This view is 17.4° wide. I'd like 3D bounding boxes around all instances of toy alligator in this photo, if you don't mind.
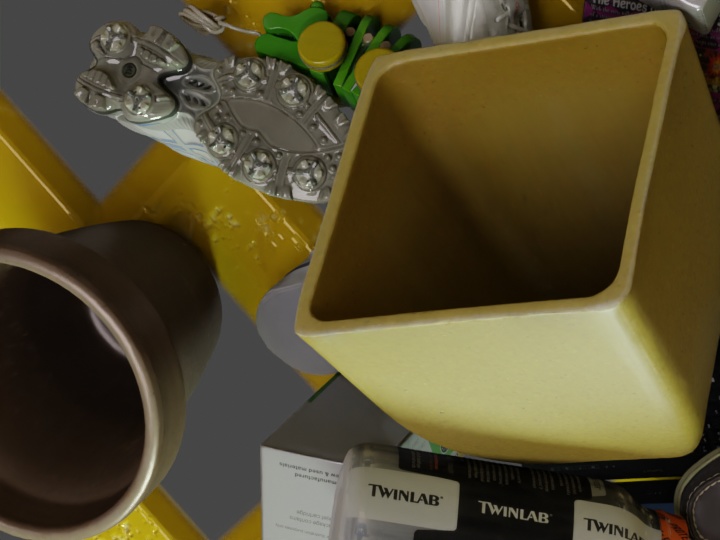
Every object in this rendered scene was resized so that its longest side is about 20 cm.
[{"bbox_3d":[-0.018,-0.138,1.435,0.199,0.059,0.054,27,75,21],"label":"toy alligator"}]

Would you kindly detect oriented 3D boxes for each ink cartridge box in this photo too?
[{"bbox_3d":[0.002,0.178,1.493,0.084,0.146,0.202,9,115,22],"label":"ink cartridge box"}]

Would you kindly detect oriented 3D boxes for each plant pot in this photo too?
[{"bbox_3d":[-0.178,0.050,1.511,0.199,0.175,0.202,9,114,22],"label":"plant pot"},{"bbox_3d":[0.110,0.004,1.301,0.193,0.197,0.200,-6,142,29],"label":"plant pot"}]

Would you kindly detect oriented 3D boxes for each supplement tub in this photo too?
[{"bbox_3d":[0.080,0.172,1.337,0.198,0.123,0.123,9,116,-2],"label":"supplement tub"}]

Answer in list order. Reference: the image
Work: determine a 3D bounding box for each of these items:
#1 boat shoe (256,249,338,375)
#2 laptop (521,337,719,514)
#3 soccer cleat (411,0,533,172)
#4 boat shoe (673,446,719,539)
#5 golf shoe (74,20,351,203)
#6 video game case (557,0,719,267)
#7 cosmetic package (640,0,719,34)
[{"bbox_3d":[0.000,0.000,1.470,0.072,0.066,0.200,42,143,1],"label":"boat shoe"},{"bbox_3d":[0.161,0.131,1.419,0.176,0.103,0.201,-5,121,27],"label":"laptop"},{"bbox_3d":[0.074,-0.148,1.375,0.077,0.069,0.201,-29,93,27],"label":"soccer cleat"},{"bbox_3d":[0.279,0.122,1.343,0.198,0.065,0.074,-13,98,2],"label":"boat shoe"},{"bbox_3d":[-0.077,-0.094,1.462,0.199,0.097,0.079,27,85,20],"label":"golf shoe"},{"bbox_3d":[0.218,-0.076,1.350,0.199,0.036,0.183,13,115,21],"label":"video game case"},{"bbox_3d":[0.127,-0.225,1.287,0.199,0.085,0.108,28,92,11],"label":"cosmetic package"}]
